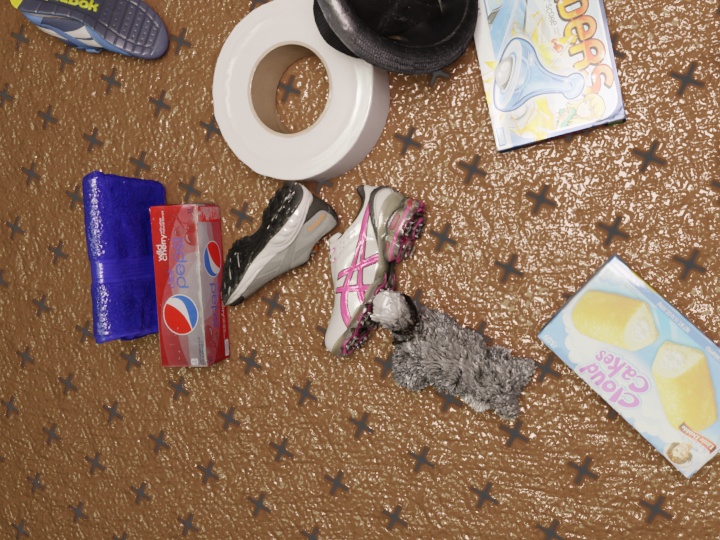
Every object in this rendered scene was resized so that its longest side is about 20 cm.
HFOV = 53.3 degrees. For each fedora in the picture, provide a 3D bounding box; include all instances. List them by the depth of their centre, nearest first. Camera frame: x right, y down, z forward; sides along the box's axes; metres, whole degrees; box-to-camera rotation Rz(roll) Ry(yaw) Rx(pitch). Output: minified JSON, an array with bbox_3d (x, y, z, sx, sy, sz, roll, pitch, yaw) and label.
[{"bbox_3d":[0.022,-0.275,0.723,0.091,0.199,0.203,-11,91,56],"label":"fedora"}]

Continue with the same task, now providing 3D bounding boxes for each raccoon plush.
[{"bbox_3d":[0.097,0.096,0.741,0.133,0.200,0.098,19,88,30],"label":"raccoon plush"}]

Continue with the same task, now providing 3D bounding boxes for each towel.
[{"bbox_3d":[-0.279,-0.018,0.881,0.049,0.148,0.202,-4,93,11],"label":"towel"}]

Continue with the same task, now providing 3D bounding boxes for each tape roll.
[{"bbox_3d":[-0.068,-0.205,0.830,0.200,0.071,0.205,2,95,20],"label":"tape roll"}]

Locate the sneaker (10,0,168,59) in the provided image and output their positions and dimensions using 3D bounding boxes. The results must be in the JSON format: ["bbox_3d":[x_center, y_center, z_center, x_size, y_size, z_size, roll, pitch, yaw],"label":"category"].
[{"bbox_3d":[-0.338,-0.319,0.920,0.198,0.082,0.075,21,77,-1],"label":"sneaker"}]

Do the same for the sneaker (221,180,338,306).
[{"bbox_3d":[-0.103,-0.017,0.858,0.200,0.079,0.074,-42,41,32],"label":"sneaker"}]

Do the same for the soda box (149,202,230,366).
[{"bbox_3d":[-0.214,0.017,0.904,0.069,0.063,0.202,-1,94,18],"label":"soda box"}]

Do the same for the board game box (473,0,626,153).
[{"bbox_3d":[0.191,-0.238,0.753,0.134,0.034,0.202,-12,91,20],"label":"board game box"}]

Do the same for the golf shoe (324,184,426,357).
[{"bbox_3d":[0.000,0.000,0.827,0.092,0.073,0.201,25,93,21],"label":"golf shoe"}]

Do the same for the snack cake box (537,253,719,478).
[{"bbox_3d":[0.293,0.092,0.729,0.200,0.067,0.115,44,106,11],"label":"snack cake box"}]
